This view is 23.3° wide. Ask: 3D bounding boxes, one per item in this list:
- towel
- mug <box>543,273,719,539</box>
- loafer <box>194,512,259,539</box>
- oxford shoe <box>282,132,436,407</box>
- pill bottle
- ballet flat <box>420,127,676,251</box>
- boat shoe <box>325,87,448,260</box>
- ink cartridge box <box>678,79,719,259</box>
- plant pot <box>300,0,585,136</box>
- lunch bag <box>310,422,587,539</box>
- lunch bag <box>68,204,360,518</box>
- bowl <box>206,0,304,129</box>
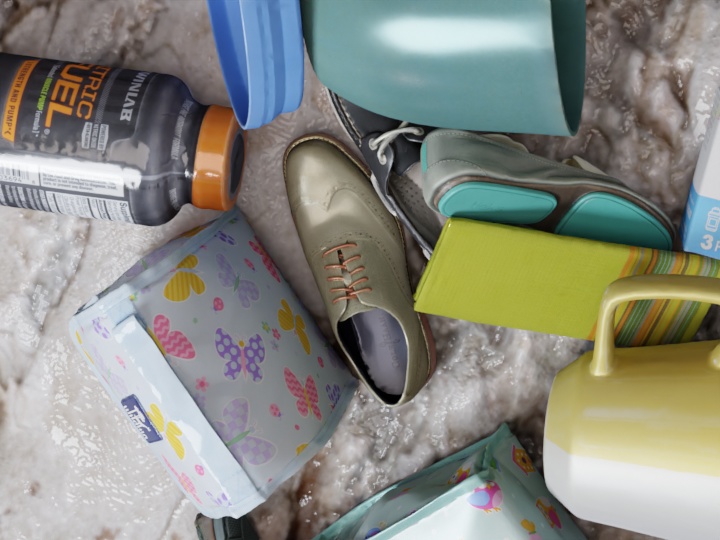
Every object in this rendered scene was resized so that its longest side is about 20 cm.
[{"bbox_3d":[0.141,0.008,1.167,0.200,0.018,0.086,9,131,-14],"label":"towel"},{"bbox_3d":[0.206,0.096,1.174,0.153,0.149,0.187,3,90,16],"label":"mug"},{"bbox_3d":[-0.089,0.267,1.284,0.063,0.072,0.200,-17,102,17],"label":"loafer"},{"bbox_3d":[0.000,0.000,1.205,0.071,0.074,0.200,-24,98,13],"label":"oxford shoe"},{"bbox_3d":[-0.180,-0.088,1.196,0.200,0.106,0.106,8,104,6],"label":"pill bottle"},{"bbox_3d":[0.127,-0.055,1.164,0.200,0.064,0.067,13,138,-30],"label":"ballet flat"},{"bbox_3d":[0.038,-0.073,1.190,0.074,0.060,0.200,-29,97,13],"label":"boat shoe"},{"bbox_3d":[0.290,-0.100,1.144,0.115,0.068,0.200,14,104,5],"label":"ink cartridge box"},{"bbox_3d":[0.051,-0.180,1.098,0.161,0.201,0.201,-2,102,13],"label":"plant pot"},{"bbox_3d":[0.060,0.232,1.228,0.200,0.122,0.170,-32,98,21],"label":"lunch bag"},{"bbox_3d":[-0.103,0.064,1.170,0.127,0.200,0.170,-34,97,14],"label":"lunch bag"},{"bbox_3d":[-0.073,-0.191,1.113,0.039,0.201,0.201,-11,102,-9],"label":"bowl"}]
